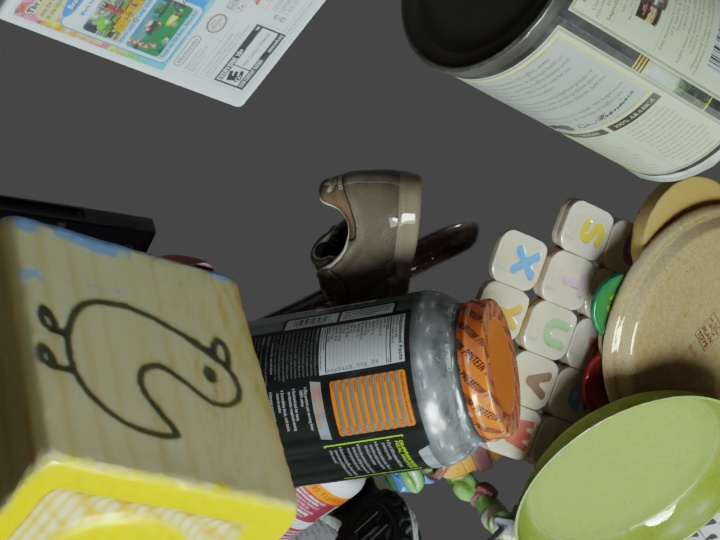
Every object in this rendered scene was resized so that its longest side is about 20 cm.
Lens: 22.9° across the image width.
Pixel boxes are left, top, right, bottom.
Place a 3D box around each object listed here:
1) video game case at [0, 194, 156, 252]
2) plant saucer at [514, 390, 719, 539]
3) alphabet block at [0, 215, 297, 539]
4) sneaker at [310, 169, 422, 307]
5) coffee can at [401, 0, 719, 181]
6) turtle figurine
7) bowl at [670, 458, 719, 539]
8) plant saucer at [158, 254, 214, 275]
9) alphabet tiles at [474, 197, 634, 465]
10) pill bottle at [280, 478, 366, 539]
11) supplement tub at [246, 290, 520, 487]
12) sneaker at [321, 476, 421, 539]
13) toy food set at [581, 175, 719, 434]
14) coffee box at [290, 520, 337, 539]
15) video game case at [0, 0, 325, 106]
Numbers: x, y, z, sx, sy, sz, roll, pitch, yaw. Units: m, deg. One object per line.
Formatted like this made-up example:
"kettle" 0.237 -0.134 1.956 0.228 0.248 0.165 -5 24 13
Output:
"video game case" -0.257 0.005 1.225 0.198 0.019 0.143 7 133 -30
"plant saucer" 0.205 0.158 1.366 0.198 0.031 0.201 -13 135 -13
"alphabet block" -0.183 0.117 1.156 0.194 0.201 0.197 15 129 -35
"sneaker" 0.000 0.000 1.302 0.075 0.071 0.201 8 134 0
"coffee can" 0.144 -0.156 1.107 0.199 0.147 0.146 23 125 -39
"turtle figurine" 0.117 0.134 1.407 0.193 0.145 0.200 -28 165 -8
"bowl" 0.294 0.150 1.476 0.200 0.202 0.094 -31 131 14
"plant saucer" -0.195 0.069 1.281 0.198 0.037 0.201 -13 140 -7
"alphabet tiles" 0.157 0.051 1.356 0.195 0.015 0.202 22 88 -38
"pill bottle" -0.101 0.177 1.409 0.199 0.110 0.109 -35 138 17
"supplement tub" 0.005 0.083 1.246 0.198 0.124 0.123 -9 143 17
"sneaker" 0.019 0.212 1.390 0.074 0.200 0.080 -39 109 2
"toy food set" 0.253 0.040 1.378 0.199 0.049 0.199 34 87 -40
"coffee box" -0.078 0.279 1.514 0.199 0.080 0.115 -27 143 -18
"video game case" -0.092 -0.198 1.062 0.181 0.024 0.200 18 128 -35
